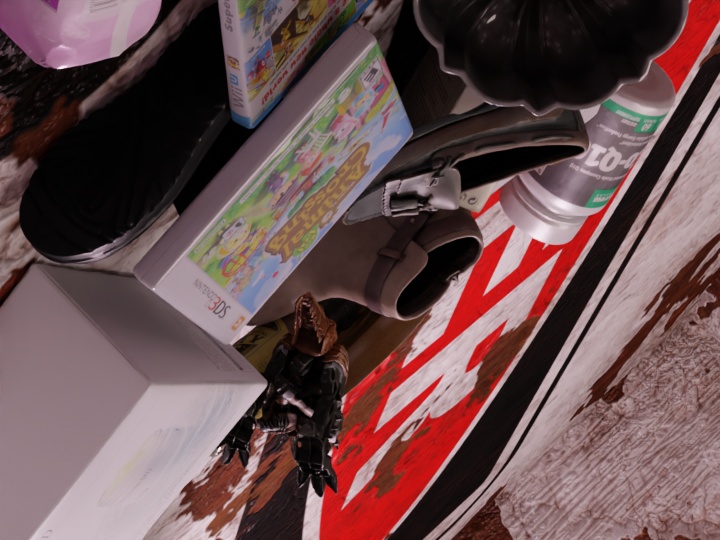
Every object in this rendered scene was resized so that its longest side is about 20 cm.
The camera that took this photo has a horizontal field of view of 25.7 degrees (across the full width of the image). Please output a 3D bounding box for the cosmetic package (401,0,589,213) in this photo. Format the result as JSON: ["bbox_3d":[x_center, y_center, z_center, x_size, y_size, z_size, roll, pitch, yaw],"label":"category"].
[{"bbox_3d":[0.103,-0.159,1.217,0.201,0.070,0.106,-58,-155,27],"label":"cosmetic package"}]

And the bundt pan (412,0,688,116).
[{"bbox_3d":[0.128,-0.214,1.081,0.203,0.201,0.076,-52,-163,17],"label":"bundt pan"}]

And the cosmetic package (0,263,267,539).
[{"bbox_3d":[-0.197,0.113,1.090,0.200,0.123,0.200,-50,162,10],"label":"cosmetic package"}]

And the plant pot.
[{"bbox_3d":[-0.003,0.058,1.397,0.200,0.028,0.200,-42,-172,7],"label":"plant pot"}]

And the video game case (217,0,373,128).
[{"bbox_3d":[-0.032,-0.194,0.874,0.143,0.018,0.201,-51,156,-31],"label":"video game case"}]

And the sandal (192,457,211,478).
[{"bbox_3d":[-0.193,0.172,1.334,0.207,0.079,0.059,-47,165,-33],"label":"sandal"}]

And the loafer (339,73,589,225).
[{"bbox_3d":[0.073,-0.077,1.135,0.198,0.063,0.072,-27,164,-8],"label":"loafer"}]

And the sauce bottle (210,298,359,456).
[{"bbox_3d":[-0.075,0.077,1.318,0.200,0.065,0.065,-39,163,-42],"label":"sauce bottle"}]

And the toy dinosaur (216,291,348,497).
[{"bbox_3d":[-0.051,0.090,1.227,0.136,0.101,0.201,-65,146,-39],"label":"toy dinosaur"}]

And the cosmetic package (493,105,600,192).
[{"bbox_3d":[0.144,-0.152,1.420,0.200,0.081,0.113,-39,164,-30],"label":"cosmetic package"}]

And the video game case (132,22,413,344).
[{"bbox_3d":[-0.047,-0.048,1.009,0.200,0.022,0.182,-49,164,-4],"label":"video game case"}]

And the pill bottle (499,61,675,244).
[{"bbox_3d":[0.229,-0.131,1.628,0.113,0.113,0.201,-28,155,-49],"label":"pill bottle"}]

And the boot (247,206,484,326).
[{"bbox_3d":[0.000,0.000,1.259,0.200,0.146,0.070,-43,128,-4],"label":"boot"}]

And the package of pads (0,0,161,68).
[{"bbox_3d":[-0.115,-0.189,0.599,0.075,0.120,0.201,-33,158,-39],"label":"package of pads"}]

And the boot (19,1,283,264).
[{"bbox_3d":[-0.113,-0.055,0.990,0.201,0.076,0.168,-50,161,-15],"label":"boot"}]
